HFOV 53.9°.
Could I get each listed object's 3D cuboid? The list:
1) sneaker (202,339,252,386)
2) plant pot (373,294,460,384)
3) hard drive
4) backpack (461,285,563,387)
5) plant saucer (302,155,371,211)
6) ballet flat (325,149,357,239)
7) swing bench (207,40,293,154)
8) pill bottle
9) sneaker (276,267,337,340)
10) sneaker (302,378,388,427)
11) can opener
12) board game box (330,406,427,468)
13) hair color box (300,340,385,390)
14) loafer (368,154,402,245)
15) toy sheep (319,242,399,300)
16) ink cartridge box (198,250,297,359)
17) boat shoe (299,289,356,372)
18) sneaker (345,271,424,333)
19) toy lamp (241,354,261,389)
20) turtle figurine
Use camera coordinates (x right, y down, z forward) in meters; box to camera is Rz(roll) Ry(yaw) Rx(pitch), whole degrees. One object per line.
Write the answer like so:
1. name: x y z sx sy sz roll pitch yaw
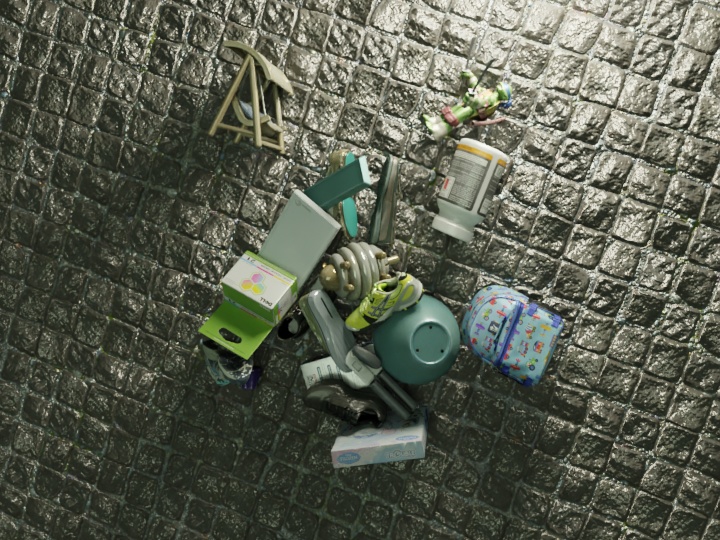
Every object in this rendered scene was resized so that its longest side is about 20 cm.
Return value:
1. sneaker: -0.303 0.229 1.633 0.076 0.199 0.089 -7 109 -30
2. plant pot: 0.134 0.152 1.534 0.195 0.135 0.206 0 88 -9
3. hard drive: -0.145 -0.063 1.614 0.131 0.027 0.202 38 116 7
4. backpack: 0.320 0.133 1.535 0.197 0.134 0.186 28 97 9
5. plant saucer: -0.059 -0.184 1.572 0.198 0.019 0.072 -24 71 39
6. ballet flat: -0.047 -0.171 1.610 0.074 0.067 0.206 -4 88 31
7. swing bench: -0.230 -0.373 1.549 0.127 0.199 0.205 13 97 7
8. pill bottle: 0.232 -0.172 1.532 0.114 0.116 0.204 23 97 6
9. sneaker: -0.112 0.079 1.610 0.074 0.106 0.202 35 99 5
10. sneaker: -0.032 0.298 1.563 0.195 0.091 0.077 6 122 -1
11. can opener: 0.048 0.243 1.546 0.200 0.067 0.053 45 72 -3
12. board game box: 0.048 0.365 1.559 0.195 0.199 0.045 -9 97 10
13. hair color box: -0.030 0.233 1.632 0.195 0.060 0.102 -17 91 9
14. loafer: 0.066 -0.155 1.593 0.061 0.072 0.205 10 103 -12
15. toy sheep: 0.000 0.000 1.571 0.195 0.137 0.142 -10 93 -20
16. ink cartridge box: -0.251 0.076 1.581 0.146 0.077 0.201 26 55 16
17. boat shoe: -0.069 0.134 1.569 0.061 0.072 0.204 -12 107 45
18. sneaker: 0.040 0.063 1.524 0.198 0.076 0.076 -34 121 22
19. toy lamp: -0.260 0.177 1.667 0.057 0.058 0.206 3 95 8
20. turtle figurine: 0.214 -0.379 1.510 0.192 0.200 0.146 -32 55 14
